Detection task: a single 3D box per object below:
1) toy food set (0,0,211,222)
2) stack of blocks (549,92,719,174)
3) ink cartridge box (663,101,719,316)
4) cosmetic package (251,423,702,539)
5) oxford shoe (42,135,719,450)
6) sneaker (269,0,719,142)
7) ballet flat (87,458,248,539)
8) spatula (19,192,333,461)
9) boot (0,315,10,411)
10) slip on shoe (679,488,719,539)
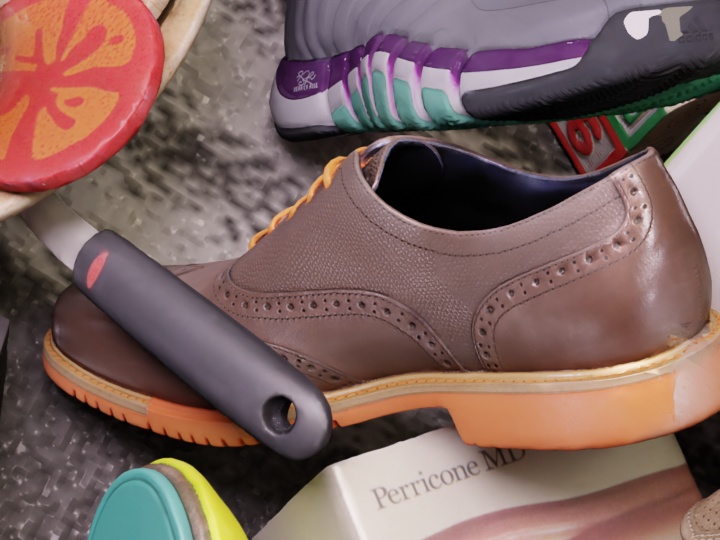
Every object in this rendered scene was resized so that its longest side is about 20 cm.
[{"bbox_3d":[-0.126,-0.086,0.777,0.199,0.049,0.199,-22,57,-5],"label":"toy food set"},{"bbox_3d":[0.128,-0.121,0.920,0.199,0.059,0.115,-25,79,-27],"label":"stack of blocks"},{"bbox_3d":[0.176,-0.020,0.787,0.145,0.084,0.200,44,48,5],"label":"ink cartridge box"},{"bbox_3d":[0.058,0.138,0.772,0.103,0.087,0.201,-19,76,-24],"label":"cosmetic package"},{"bbox_3d":[0.000,0.000,0.759,0.071,0.199,0.073,-38,120,-53],"label":"oxford shoe"},{"bbox_3d":[0.027,-0.081,0.780,0.074,0.200,0.088,-8,94,-29],"label":"sneaker"},{"bbox_3d":[-0.034,0.149,0.756,0.067,0.067,0.201,12,66,-38],"label":"ballet flat"},{"bbox_3d":[-0.075,-0.011,0.768,0.200,0.057,0.021,40,18,34],"label":"spatula"},{"bbox_3d":[-0.202,0.048,0.737,0.199,0.069,0.189,23,56,9],"label":"boot"},{"bbox_3d":[0.099,0.070,0.680,0.061,0.200,0.076,46,20,23],"label":"slip on shoe"}]
